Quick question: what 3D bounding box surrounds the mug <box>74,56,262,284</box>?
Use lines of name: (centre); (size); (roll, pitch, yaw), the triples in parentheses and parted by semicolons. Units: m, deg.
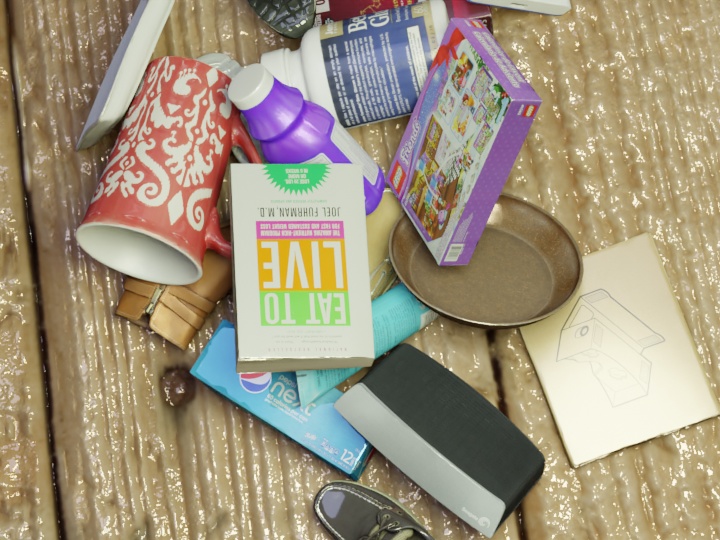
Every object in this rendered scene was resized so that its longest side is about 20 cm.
mug: (-0.179, -0.096, 1.527); (0.176, 0.133, 0.202); (24, 66, -22)

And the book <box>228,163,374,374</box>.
book: (-0.058, -0.005, 1.439); (0.132, 0.048, 0.202); (-1, 69, -8)

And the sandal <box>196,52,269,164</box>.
sandal: (-0.118, -0.160, 1.622); (0.082, 0.050, 0.203); (-26, 60, -15)

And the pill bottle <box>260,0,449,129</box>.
pill bottle: (0.001, -0.207, 1.551); (0.198, 0.111, 0.112); (-12, 74, 6)

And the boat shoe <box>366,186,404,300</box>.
boat shoe: (0.000, 0.000, 1.547); (0.071, 0.076, 0.202); (19, 78, 12)

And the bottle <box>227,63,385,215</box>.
bottle: (-0.057, -0.128, 1.507); (0.083, 0.200, 0.066); (-10, 51, 36)

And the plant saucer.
plant saucer: (0.125, -0.005, 1.512); (0.198, 0.037, 0.201); (4, 42, -4)

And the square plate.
square plate: (-0.243, -0.227, 1.587); (0.028, 0.200, 0.200); (25, 78, -14)

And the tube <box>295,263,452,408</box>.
tube: (0.013, 0.061, 1.500); (0.199, 0.078, 0.050); (-31, 37, -30)

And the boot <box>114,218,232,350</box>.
boot: (-0.154, 0.011, 1.562); (0.198, 0.077, 0.156); (22, 77, 15)

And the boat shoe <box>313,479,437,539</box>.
boat shoe: (0.036, 0.273, 1.477); (0.199, 0.065, 0.072); (37, 84, 15)

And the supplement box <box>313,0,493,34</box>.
supplement box: (0.039, -0.297, 1.628); (0.198, 0.061, 0.110); (-9, 74, 4)

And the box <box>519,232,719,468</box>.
box: (0.255, 0.081, 1.522); (0.162, 0.021, 0.202); (-20, 74, 1)

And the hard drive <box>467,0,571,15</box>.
hard drive: (0.156, -0.379, 1.616); (0.131, 0.025, 0.202); (2, 72, -33)

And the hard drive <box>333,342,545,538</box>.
hard drive: (0.084, 0.159, 1.471); (0.200, 0.135, 0.042); (39, 127, 12)

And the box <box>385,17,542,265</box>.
box: (0.097, -0.125, 1.462); (0.039, 0.201, 0.137); (-1, 42, -30)

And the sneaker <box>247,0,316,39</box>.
sneaker: (-0.096, -0.320, 1.630); (0.075, 0.088, 0.201); (-32, 63, 2)

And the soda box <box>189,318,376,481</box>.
soda box: (-0.072, 0.133, 1.528); (0.199, 0.064, 0.068); (31, 81, 13)
